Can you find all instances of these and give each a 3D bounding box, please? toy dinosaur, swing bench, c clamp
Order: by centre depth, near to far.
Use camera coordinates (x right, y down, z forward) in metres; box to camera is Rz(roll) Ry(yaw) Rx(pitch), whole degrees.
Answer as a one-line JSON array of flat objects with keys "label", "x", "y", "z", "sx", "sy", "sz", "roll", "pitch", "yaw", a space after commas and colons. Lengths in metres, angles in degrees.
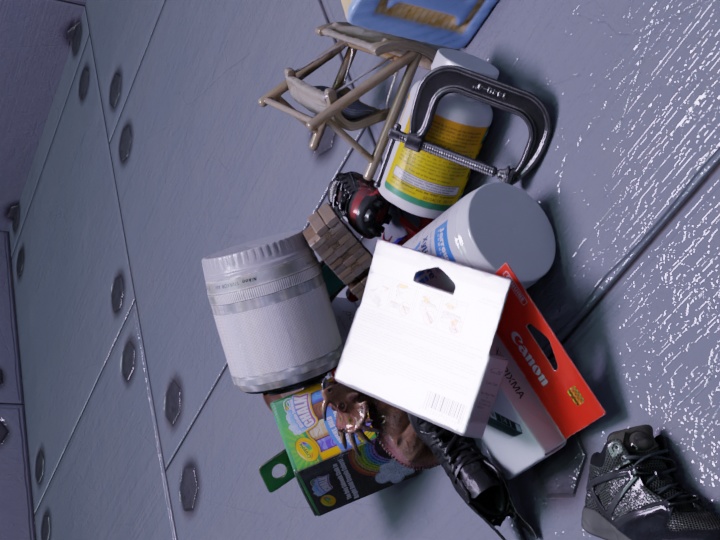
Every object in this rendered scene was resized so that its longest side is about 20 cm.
[{"label": "c clamp", "x": 0.128, "y": -0.159, "z": 1.377, "sx": 0.027, "sy": 0.199, "sz": 0.171, "roll": -35, "pitch": -41, "yaw": -67}, {"label": "toy dinosaur", "x": 0.043, "y": 0.194, "z": 1.385, "sx": 0.200, "sy": 0.136, "sz": 0.086, "roll": 41, "pitch": 144, "yaw": 10}, {"label": "swing bench", "x": -0.010, "y": -0.261, "z": 1.588, "sx": 0.200, "sy": 0.130, "sz": 0.199, "roll": -53, "pitch": 32, "yaw": -2}]

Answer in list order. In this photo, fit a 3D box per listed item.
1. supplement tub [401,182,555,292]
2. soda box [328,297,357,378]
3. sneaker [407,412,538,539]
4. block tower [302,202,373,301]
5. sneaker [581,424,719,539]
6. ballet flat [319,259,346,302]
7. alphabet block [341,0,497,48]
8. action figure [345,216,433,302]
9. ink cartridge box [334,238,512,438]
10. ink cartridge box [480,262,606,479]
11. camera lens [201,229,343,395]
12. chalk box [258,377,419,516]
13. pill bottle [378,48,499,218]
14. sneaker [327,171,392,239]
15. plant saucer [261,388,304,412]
[{"label": "supplement tub", "x": 0.126, "y": -0.008, "z": 1.361, "sx": 0.200, "sy": 0.132, "sz": 0.132, "roll": -40, "pitch": 51, "yaw": 52}, {"label": "soda box", "x": -0.017, "y": 0.119, "z": 1.654, "sx": 0.200, "sy": 0.068, "sz": 0.064, "roll": 56, "pitch": 130, "yaw": 50}, {"label": "sneaker", "x": 0.128, "y": 0.227, "z": 1.299, "sx": 0.200, "sy": 0.060, "sz": 0.104, "roll": 60, "pitch": 171, "yaw": -19}, {"label": "block tower", "x": 0.000, "y": 0.000, "z": 1.526, "sx": 0.054, "sy": 0.200, "sz": 0.058, "roll": -39, "pitch": 28, "yaw": 5}, {"label": "sneaker", "x": 0.286, "y": 0.214, "z": 1.085, "sx": 0.199, "sy": 0.076, "sz": 0.115, "roll": -174, "pitch": 84, "yaw": -66}, {"label": "ballet flat", "x": -0.067, "y": 0.033, "z": 1.644, "sx": 0.200, "sy": 0.068, "sz": 0.075, "roll": -45, "pitch": 5, "yaw": 30}, {"label": "alphabet block", "x": 0.079, "y": -0.440, "z": 1.470, "sx": 0.196, "sy": 0.195, "sz": 0.200, "roll": -51, "pitch": 44, "yaw": 42}, {"label": "action figure", "x": 0.030, "y": -0.015, "z": 1.604, "sx": 0.052, "sy": 0.065, "sz": 0.200, "roll": 40, "pitch": 132, "yaw": 5}, {"label": "ink cartridge box", "x": 0.077, "y": 0.073, "z": 1.273, "sx": 0.200, "sy": 0.045, "sz": 0.177, "roll": 19, "pitch": 91, "yaw": 40}, {"label": "ink cartridge box", "x": 0.164, "y": 0.116, "z": 1.260, "sx": 0.200, "sy": 0.043, "sz": 0.174, "roll": 58, "pitch": 149, "yaw": 14}, {"label": "camera lens", "x": -0.118, "y": 0.059, "z": 1.539, "sx": 0.160, "sy": 0.160, "sz": 0.201, "roll": -3, "pitch": 104, "yaw": 61}, {"label": "chalk box", "x": -0.041, "y": 0.234, "z": 1.512, "sx": 0.125, "sy": 0.199, "sz": 0.124, "roll": 73, "pitch": 175, "yaw": -47}, {"label": "pill bottle", "x": 0.104, "y": -0.178, "z": 1.453, "sx": 0.113, "sy": 0.112, "sz": 0.200, "roll": 53, "pitch": 129, "yaw": 51}, {"label": "sneaker", "x": -0.005, "y": -0.093, "z": 1.564, "sx": 0.200, "sy": 0.098, "sz": 0.071, "roll": -58, "pitch": -14, "yaw": -77}, {"label": "plant saucer", "x": -0.116, "y": 0.140, "z": 1.865, "sx": 0.200, "sy": 0.034, "sz": 0.201, "roll": -18, "pitch": 70, "yaw": 58}]
